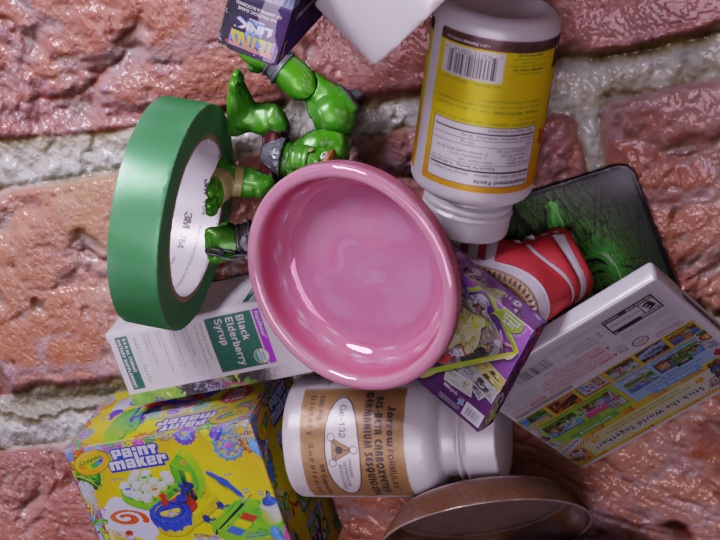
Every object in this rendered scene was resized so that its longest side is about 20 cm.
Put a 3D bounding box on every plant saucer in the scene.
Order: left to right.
[{"bbox_3d":[0.000,0.000,1.421,0.199,0.051,0.202,13,117,26],"label":"plant saucer"},{"bbox_3d":[0.115,0.231,1.563,0.198,0.035,0.201,-6,154,-3],"label":"plant saucer"}]

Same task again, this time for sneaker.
[{"bbox_3d":[0.114,-0.011,1.498,0.199,0.112,0.072,31,126,36],"label":"sneaker"}]

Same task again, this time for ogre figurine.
[{"bbox_3d":[-0.066,-0.102,1.489,0.119,0.098,0.202,10,72,4],"label":"ogre figurine"}]

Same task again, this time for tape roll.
[{"bbox_3d":[-0.164,-0.050,1.481,0.048,0.201,0.202,9,115,11],"label":"tape roll"},{"bbox_3d":[0.056,-0.257,1.328,0.071,0.203,0.202,45,117,-7],"label":"tape roll"}]

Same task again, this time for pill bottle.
[{"bbox_3d":[0.036,0.152,1.562,0.198,0.114,0.115,-2,113,16],"label":"pill bottle"},{"bbox_3d":[0.102,-0.129,1.423,0.108,0.109,0.202,13,116,10],"label":"pill bottle"}]

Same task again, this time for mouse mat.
[{"bbox_3d":[0.202,0.014,1.516,0.160,0.008,0.201,-17,108,22],"label":"mouse mat"}]

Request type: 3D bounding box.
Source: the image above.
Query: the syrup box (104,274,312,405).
[{"bbox_3d":[-0.128,0.060,1.586,0.198,0.082,0.079,-11,111,21],"label":"syrup box"}]

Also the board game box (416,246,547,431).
[{"bbox_3d":[0.056,0.031,1.451,0.200,0.032,0.121,40,131,20],"label":"board game box"}]

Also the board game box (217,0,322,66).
[{"bbox_3d":[-0.043,-0.275,1.349,0.056,0.200,0.167,19,118,5],"label":"board game box"}]

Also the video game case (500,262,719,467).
[{"bbox_3d":[0.223,0.089,1.484,0.199,0.023,0.182,-33,133,25],"label":"video game case"}]

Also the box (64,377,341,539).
[{"bbox_3d":[-0.150,0.215,1.637,0.198,0.122,0.194,-10,110,20],"label":"box"}]
